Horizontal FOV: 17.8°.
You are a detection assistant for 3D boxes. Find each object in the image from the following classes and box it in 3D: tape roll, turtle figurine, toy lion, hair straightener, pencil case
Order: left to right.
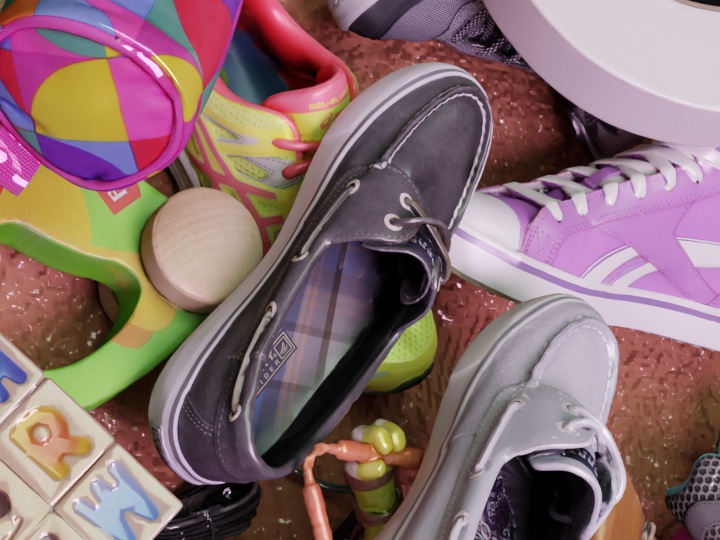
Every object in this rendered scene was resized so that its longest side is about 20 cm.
[{"bbox_3d":[-0.163,-0.023,0.855,0.192,0.069,0.200,-38,92,-31],"label":"toy lion"},{"bbox_3d":[-0.079,-0.119,0.845,0.088,0.088,0.200,34,47,-15],"label":"pencil case"},{"bbox_3d":[-0.074,0.105,0.860,0.200,0.041,0.077,-20,81,-37],"label":"hair straightener"},{"bbox_3d":[0.030,0.128,0.898,0.161,0.064,0.201,-39,119,-44],"label":"turtle figurine"},{"bbox_3d":[0.141,-0.150,0.988,0.202,0.037,0.204,6,67,-15],"label":"tape roll"}]

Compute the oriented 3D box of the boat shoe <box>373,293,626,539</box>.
[{"bbox_3d":[0.059,0.083,0.828,0.070,0.071,0.201,55,47,-25],"label":"boat shoe"}]

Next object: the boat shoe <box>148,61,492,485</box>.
[{"bbox_3d":[0.000,0.000,0.861,0.200,0.066,0.070,-49,122,-26],"label":"boat shoe"}]

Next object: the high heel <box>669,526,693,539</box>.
[{"bbox_3d":[0.162,0.192,0.935,0.067,0.096,0.201,17,61,-25],"label":"high heel"}]

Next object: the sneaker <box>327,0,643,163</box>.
[{"bbox_3d":[0.083,-0.103,1.028,0.200,0.075,0.114,-13,74,-38],"label":"sneaker"}]

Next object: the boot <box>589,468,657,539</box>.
[{"bbox_3d":[0.079,0.163,0.856,0.188,0.068,0.201,50,51,-50],"label":"boot"}]

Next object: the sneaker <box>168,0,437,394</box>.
[{"bbox_3d":[-0.027,-0.041,0.924,0.078,0.090,0.200,-35,91,-39],"label":"sneaker"}]

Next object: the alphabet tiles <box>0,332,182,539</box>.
[{"bbox_3d":[-0.164,0.095,0.787,0.200,0.006,0.166,43,72,1],"label":"alphabet tiles"}]

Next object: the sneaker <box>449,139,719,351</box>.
[{"bbox_3d":[0.111,-0.035,0.992,0.200,0.073,0.115,11,105,-37],"label":"sneaker"}]

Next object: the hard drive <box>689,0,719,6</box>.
[{"bbox_3d":[0.204,-0.161,1.111,0.135,0.042,0.200,50,34,-12],"label":"hard drive"}]

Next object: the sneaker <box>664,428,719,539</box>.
[{"bbox_3d":[0.202,0.087,1.011,0.091,0.078,0.200,45,32,14],"label":"sneaker"}]
